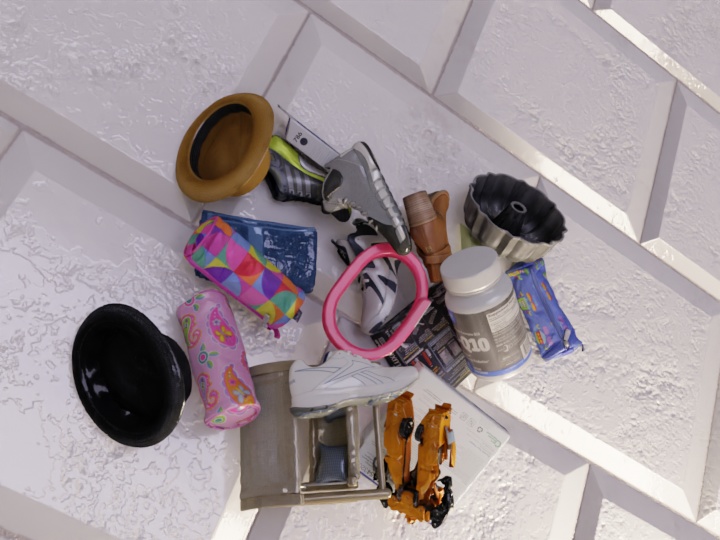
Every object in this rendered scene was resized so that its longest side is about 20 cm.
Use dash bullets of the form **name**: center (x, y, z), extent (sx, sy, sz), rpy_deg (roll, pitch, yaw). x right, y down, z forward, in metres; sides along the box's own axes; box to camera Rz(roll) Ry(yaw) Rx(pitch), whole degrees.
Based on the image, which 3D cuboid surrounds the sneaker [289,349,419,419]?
- **sneaker**: center (-0.008, 0.151, 1.073), extent (0.198, 0.075, 0.088), rpy_deg (-4, 68, -24)

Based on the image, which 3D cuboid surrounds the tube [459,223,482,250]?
- **tube**: center (0.210, -0.010, 1.371), extent (0.201, 0.051, 0.058), rpy_deg (-80, 159, -52)

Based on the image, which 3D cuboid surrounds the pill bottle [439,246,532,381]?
- **pill bottle**: center (0.203, 0.069, 1.234), extent (0.114, 0.113, 0.201), rpy_deg (-39, 120, -31)

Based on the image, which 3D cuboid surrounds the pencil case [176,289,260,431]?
- **pencil case**: center (-0.208, 0.127, 1.093), extent (0.087, 0.088, 0.201), rpy_deg (-7, 59, -29)

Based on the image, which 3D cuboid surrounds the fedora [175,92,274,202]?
- **fedora**: center (-0.200, -0.184, 1.201), extent (0.082, 0.199, 0.202), rpy_deg (44, 51, -53)

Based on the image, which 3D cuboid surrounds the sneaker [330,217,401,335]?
- **sneaker**: center (0.000, 0.000, 1.274), extent (0.129, 0.079, 0.201), rpy_deg (22, 74, -10)

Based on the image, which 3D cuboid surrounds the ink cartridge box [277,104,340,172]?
- **ink cartridge box**: center (-0.071, -0.205, 1.286), extent (0.199, 0.100, 0.039), rpy_deg (38, 98, -12)

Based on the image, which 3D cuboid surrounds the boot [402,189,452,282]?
- **boot**: center (0.135, -0.059, 1.325), extent (0.076, 0.200, 0.157), rpy_deg (-18, 89, 12)

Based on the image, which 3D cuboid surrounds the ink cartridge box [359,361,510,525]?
- **ink cartridge box**: center (0.110, 0.285, 1.239), extent (0.196, 0.043, 0.200), rpy_deg (39, 93, -12)

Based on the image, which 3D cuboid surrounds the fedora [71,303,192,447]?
- **fedora**: center (-0.302, 0.139, 1.048), extent (0.091, 0.199, 0.202), rpy_deg (-10, 77, -65)

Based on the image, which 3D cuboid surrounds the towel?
- **towel**: center (-0.162, -0.027, 1.211), extent (0.198, 0.048, 0.113), rpy_deg (9, 71, -25)

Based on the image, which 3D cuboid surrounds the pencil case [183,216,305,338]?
- **pencil case**: center (-0.171, 0.009, 1.132), extent (0.200, 0.088, 0.089), rpy_deg (43, 59, -21)

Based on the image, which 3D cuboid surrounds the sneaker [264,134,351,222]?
- **sneaker**: center (-0.104, -0.138, 1.272), extent (0.199, 0.074, 0.081), rpy_deg (36, 68, -5)

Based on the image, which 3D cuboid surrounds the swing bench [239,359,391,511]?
- **swing bench**: center (-0.075, 0.242, 1.119), extent (0.198, 0.130, 0.201), rpy_deg (4, 70, -26)

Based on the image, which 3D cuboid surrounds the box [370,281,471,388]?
- **box**: center (0.137, 0.120, 1.320), extent (0.200, 0.050, 0.158), rpy_deg (-37, 93, -31)

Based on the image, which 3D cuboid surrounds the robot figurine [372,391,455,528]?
- **robot figurine**: center (0.088, 0.294, 1.164), extent (0.058, 0.144, 0.202), rpy_deg (-18, 115, -52)

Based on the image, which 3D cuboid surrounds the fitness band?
- **fitness band**: center (0.027, 0.050, 1.213), extent (0.143, 0.037, 0.200), rpy_deg (39, 73, -1)

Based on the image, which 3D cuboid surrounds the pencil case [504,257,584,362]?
- **pencil case**: center (0.344, 0.073, 1.422), extent (0.077, 0.087, 0.201), rpy_deg (-23, 84, -9)

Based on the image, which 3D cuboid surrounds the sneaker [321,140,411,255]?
- **sneaker**: center (0.000, -0.097, 1.220), extent (0.115, 0.075, 0.201), rpy_deg (-25, 78, 7)

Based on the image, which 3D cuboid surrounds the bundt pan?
- **bundt pan**: center (0.279, -0.090, 1.412), extent (0.200, 0.076, 0.203), rpy_deg (15, 40, -13)
